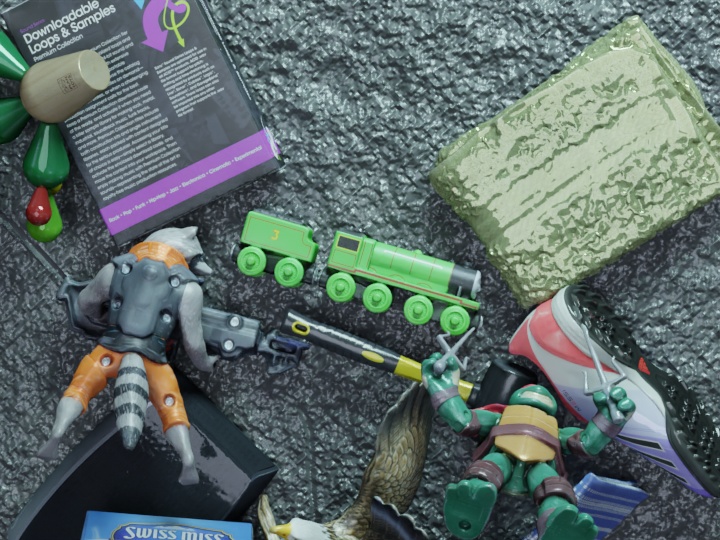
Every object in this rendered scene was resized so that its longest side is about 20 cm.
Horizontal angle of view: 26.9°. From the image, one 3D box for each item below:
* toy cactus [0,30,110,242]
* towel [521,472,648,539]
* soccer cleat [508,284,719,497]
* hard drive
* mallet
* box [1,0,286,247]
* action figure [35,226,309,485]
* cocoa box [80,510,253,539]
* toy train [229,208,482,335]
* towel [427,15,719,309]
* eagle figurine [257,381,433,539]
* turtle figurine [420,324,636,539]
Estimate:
[{"bbox_3d":[-0.258,-0.120,1.103,0.165,0.102,0.200,-20,89,34],"label":"toy cactus"},{"bbox_3d":[0.120,0.222,1.117,0.200,0.145,0.024,-46,65,11],"label":"towel"},{"bbox_3d":[0.198,0.100,1.126,0.200,0.068,0.073,46,123,-9],"label":"soccer cleat"},{"bbox_3d":[-0.177,0.186,1.188,0.135,0.042,0.200,45,101,-2],"label":"hard drive"},{"bbox_3d":[0.039,0.065,1.142,0.200,0.041,0.066,28,98,-1],"label":"mallet"},{"bbox_3d":[-0.164,-0.138,1.140,0.143,0.036,0.200,-24,97,11],"label":"box"},{"bbox_3d":[-0.137,0.057,1.120,0.200,0.105,0.194,7,67,-3],"label":"action figure"},{"bbox_3d":[-0.154,0.300,1.126,0.133,0.131,0.200,6,117,-6],"label":"cocoa box"},{"bbox_3d":[0.000,0.000,1.142,0.200,0.042,0.056,16,90,4],"label":"toy train"},{"bbox_3d":[0.166,-0.076,1.112,0.200,0.036,0.148,-35,94,10],"label":"towel"},{"bbox_3d":[0.002,0.196,1.095,0.200,0.151,0.152,-36,79,29],"label":"eagle figurine"},{"bbox_3d":[0.116,0.114,1.043,0.150,0.200,0.101,-1,120,11],"label":"turtle figurine"}]
